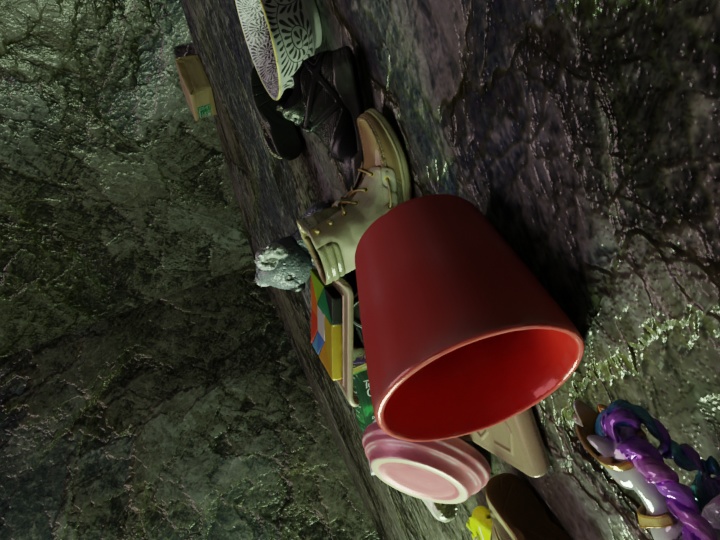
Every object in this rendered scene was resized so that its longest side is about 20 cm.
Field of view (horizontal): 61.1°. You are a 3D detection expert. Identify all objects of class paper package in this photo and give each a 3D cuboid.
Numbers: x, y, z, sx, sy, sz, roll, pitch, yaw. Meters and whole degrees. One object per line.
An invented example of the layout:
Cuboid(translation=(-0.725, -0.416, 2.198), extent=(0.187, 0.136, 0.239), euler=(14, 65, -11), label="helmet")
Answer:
Cuboid(translation=(-0.696, -0.772, 2.591), extent=(0.200, 0.103, 0.192), euler=(110, 138, -69), label="paper package")

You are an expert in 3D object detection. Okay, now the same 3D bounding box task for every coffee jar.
Cuboid(translation=(0.021, 0.229, 1.256), extent=(0.085, 0.103, 0.202), euler=(24, 134, 67), label="coffee jar")

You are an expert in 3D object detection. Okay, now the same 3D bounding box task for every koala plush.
Cuboid(translation=(-0.125, -0.029, 1.241), extent=(0.177, 0.198, 0.185), euler=(124, 124, -74), label="koala plush")

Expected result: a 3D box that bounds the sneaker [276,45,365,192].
Cuboid(translation=(-0.047, -0.196, 0.846), extent=(0.076, 0.113, 0.201), euler=(-78, -23, -60), label="sneaker")

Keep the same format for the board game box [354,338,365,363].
Cuboid(translation=(0.018, 0.125, 1.050), extent=(0.200, 0.119, 0.033), euler=(-162, 75, -79), label="board game box")

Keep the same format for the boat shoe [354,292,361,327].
Cuboid(translation=(0.041, 0.050, 0.817), extent=(0.199, 0.071, 0.073), euler=(-16, 99, 49), label="boat shoe")

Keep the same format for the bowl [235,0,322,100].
Cuboid(translation=(-0.117, -0.371, 0.926), extent=(0.201, 0.093, 0.203), euler=(159, 90, -76), label="bowl")

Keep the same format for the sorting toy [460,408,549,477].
Cuboid(translation=(0.154, 0.148, 0.775), extent=(0.187, 0.036, 0.200), euler=(70, 162, -4), label="sorting toy")

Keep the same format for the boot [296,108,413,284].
Cuboid(translation=(-0.012, -0.094, 0.796), extent=(0.072, 0.153, 0.202), euler=(-142, 34, -65), label="boot")

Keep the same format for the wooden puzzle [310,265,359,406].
Cuboid(translation=(-0.048, 0.082, 0.933), extent=(0.185, 0.037, 0.202), euler=(-136, 39, -65), label="wooden puzzle")

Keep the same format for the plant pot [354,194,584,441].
Cuboid(translation=(0.083, 0.039, 0.587), extent=(0.201, 0.198, 0.178), euler=(87, 166, -52), label="plant pot")

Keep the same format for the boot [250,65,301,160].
Cuboid(translation=(-0.192, -0.335, 1.323), extent=(0.154, 0.073, 0.206), euler=(-152, 43, -74), label="boot")

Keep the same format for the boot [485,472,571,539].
Cuboid(translation=(0.219, 0.378, 0.764), extent=(0.200, 0.072, 0.157), euler=(-124, 19, -48), label="boot")

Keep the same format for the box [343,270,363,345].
Cuboid(translation=(0.000, 0.000, 0.998), extent=(0.182, 0.103, 0.202), euler=(-156, 47, -69), label="box")

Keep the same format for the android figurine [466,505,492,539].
Cuboid(translation=(0.221, 0.450, 0.940), extent=(0.200, 0.041, 0.184), euler=(-168, 58, -72), label="android figurine")

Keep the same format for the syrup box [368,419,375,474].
Cuboid(translation=(0.073, 0.277, 1.041), extent=(0.201, 0.078, 0.082), euler=(116, 149, -52), label="syrup box")

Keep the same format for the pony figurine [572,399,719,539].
Cuboid(translation=(0.218, 0.179, 0.368), extent=(0.201, 0.166, 0.193), euler=(55, 176, -8), label="pony figurine")

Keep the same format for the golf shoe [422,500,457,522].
Cuboid(translation=(0.108, 0.389, 1.135), extent=(0.078, 0.097, 0.201), euler=(23, -154, -37), label="golf shoe")

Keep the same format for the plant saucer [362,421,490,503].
Cuboid(translation=(0.093, 0.295, 0.918), extent=(0.201, 0.198, 0.051), euler=(88, -159, -53), label="plant saucer")
